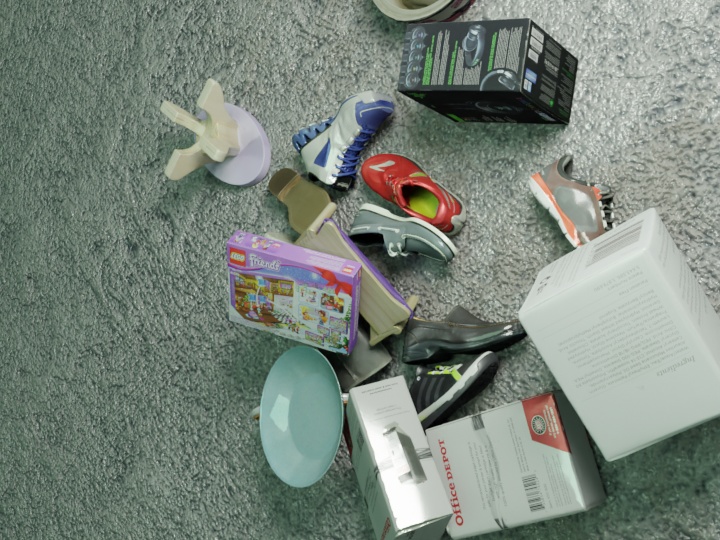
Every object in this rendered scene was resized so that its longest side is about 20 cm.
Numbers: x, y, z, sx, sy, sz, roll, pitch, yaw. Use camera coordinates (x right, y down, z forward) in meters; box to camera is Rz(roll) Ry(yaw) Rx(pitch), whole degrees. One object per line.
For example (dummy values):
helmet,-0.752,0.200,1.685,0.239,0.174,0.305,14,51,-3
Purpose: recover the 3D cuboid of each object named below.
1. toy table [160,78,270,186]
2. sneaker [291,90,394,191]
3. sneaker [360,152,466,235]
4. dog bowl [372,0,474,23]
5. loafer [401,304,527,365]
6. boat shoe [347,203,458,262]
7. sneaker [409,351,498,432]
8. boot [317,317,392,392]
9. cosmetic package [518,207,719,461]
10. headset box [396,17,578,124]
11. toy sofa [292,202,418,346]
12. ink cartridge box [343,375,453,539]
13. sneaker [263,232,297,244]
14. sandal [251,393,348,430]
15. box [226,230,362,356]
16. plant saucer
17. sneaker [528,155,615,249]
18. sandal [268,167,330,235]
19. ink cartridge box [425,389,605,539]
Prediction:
toy table,-0.259,-0.234,1.465,0.198,0.116,0.187,27,100,35
sneaker,-0.020,-0.192,1.319,0.197,0.080,0.118,-25,75,38
sneaker,0.070,-0.124,1.236,0.199,0.084,0.078,34,103,32
dog bowl,0.107,-0.463,1.252,0.197,0.073,0.205,-4,84,36
loafer,0.140,0.084,1.176,0.197,0.072,0.074,-13,73,33
boat shoe,0.059,-0.041,1.235,0.198,0.073,0.062,24,68,41
sneaker,0.108,0.162,1.175,0.200,0.071,0.084,-47,65,32
boot,-0.069,0.097,1.286,0.180,0.073,0.202,-30,101,31
cosmetic package,0.311,0.071,0.957,0.164,0.165,0.202,-31,94,29
headset box,0.167,-0.264,1.127,0.197,0.173,0.095,9,90,34
toy sofa,0.000,0.000,1.212,0.200,0.083,0.097,48,129,-9
ink cartridge box,0.046,0.271,1.131,0.148,0.081,0.203,100,154,-56
sneaker,-0.086,0.020,1.342,0.197,0.076,0.114,21,104,27
sandal,-0.090,0.235,1.318,0.203,0.079,0.061,-15,74,31
box,-0.097,0.032,1.198,0.196,0.039,0.139,15,125,15
plant saucer,-0.078,0.215,1.236,0.199,0.038,0.206,-11,76,47
sneaker,0.299,-0.071,1.077,0.082,0.077,0.202,-42,64,17
sandal,-0.083,-0.098,1.362,0.077,0.070,0.212,-43,39,0
ink cartridge box,0.199,0.256,1.097,0.198,0.082,0.150,-23,73,32
